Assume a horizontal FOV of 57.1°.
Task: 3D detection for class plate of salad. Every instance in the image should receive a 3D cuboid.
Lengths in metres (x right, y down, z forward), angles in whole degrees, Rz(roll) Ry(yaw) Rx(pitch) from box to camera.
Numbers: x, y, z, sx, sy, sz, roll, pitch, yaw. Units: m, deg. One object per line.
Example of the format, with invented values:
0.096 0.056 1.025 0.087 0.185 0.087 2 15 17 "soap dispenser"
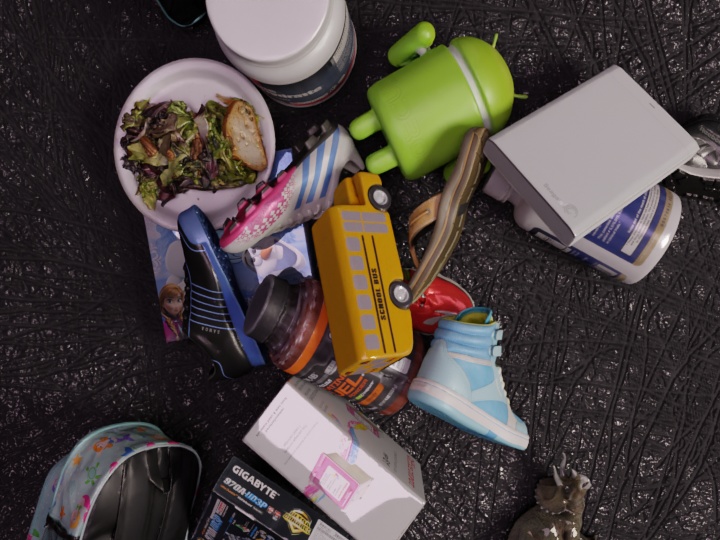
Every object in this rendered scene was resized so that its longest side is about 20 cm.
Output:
-0.196 -0.146 0.766 0.194 0.048 0.207 0 90 5 "plate of salad"

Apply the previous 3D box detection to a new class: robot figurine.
0.084 -0.181 0.745 0.196 0.116 0.179 -27 97 5 "robot figurine"

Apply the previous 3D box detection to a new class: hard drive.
0.240 -0.125 0.683 0.197 0.026 0.133 -31 71 -22 "hard drive"

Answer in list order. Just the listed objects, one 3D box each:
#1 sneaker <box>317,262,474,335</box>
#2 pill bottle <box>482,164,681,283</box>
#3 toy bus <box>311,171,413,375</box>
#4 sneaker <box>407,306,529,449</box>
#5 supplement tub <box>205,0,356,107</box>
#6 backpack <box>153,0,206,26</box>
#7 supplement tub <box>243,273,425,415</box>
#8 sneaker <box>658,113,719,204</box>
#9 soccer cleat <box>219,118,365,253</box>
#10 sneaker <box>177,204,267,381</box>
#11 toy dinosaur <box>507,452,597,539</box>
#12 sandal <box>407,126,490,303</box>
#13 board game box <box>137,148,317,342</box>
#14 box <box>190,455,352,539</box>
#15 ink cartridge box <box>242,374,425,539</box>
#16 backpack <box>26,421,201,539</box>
0.039 0.028 0.776 0.195 0.085 0.079 19 95 4 "sneaker"
0.240 -0.080 0.739 0.196 0.111 0.113 28 95 2 "pill bottle"
0.000 0.000 0.693 0.076 0.065 0.205 -1 69 -29 "toy bus"
0.145 0.120 0.753 0.078 0.199 0.134 6 69 46 "sneaker"
-0.079 -0.263 0.712 0.136 0.200 0.145 0 93 5 "supplement tub"
-0.201 -0.403 0.716 0.173 0.200 0.156 -31 74 8 "backpack"
-0.031 0.079 0.745 0.197 0.107 0.109 27 95 -19 "supplement tub"
0.370 -0.138 0.756 0.195 0.076 0.090 15 75 4 "sneaker"
-0.070 -0.080 0.747 0.201 0.069 0.087 -49 112 -15 "soccer cleat"
-0.176 0.032 0.754 0.076 0.070 0.205 -21 101 0 "sneaker"
0.222 0.324 0.794 0.102 0.077 0.202 37 101 14 "toy dinosaur"
0.083 -0.061 0.713 0.053 0.080 0.205 23 104 17 "sandal"
-0.158 -0.029 0.811 0.194 0.043 0.205 -10 91 5 "board game box"
-0.110 0.311 0.764 0.157 0.046 0.201 32 139 3 "box"
-0.024 0.211 0.762 0.199 0.145 0.085 41 92 2 "ink cartridge box"
-0.282 0.280 0.772 0.148 0.176 0.205 22 95 34 "backpack"
